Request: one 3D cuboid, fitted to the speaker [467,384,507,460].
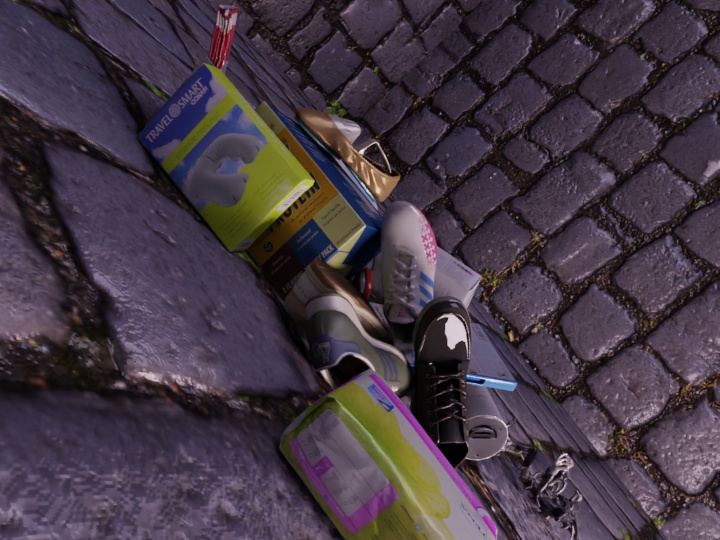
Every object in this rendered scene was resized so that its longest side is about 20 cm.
[{"bbox_3d":[0.158,0.195,0.927,0.081,0.081,0.200,44,12,-22],"label":"speaker"}]

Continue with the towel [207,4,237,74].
[{"bbox_3d":[-0.189,-0.241,0.786,0.023,0.201,0.144,13,21,-13],"label":"towel"}]

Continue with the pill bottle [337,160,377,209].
[{"bbox_3d":[-0.037,-0.132,1.176,0.200,0.109,0.109,51,10,-18],"label":"pill bottle"}]

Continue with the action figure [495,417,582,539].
[{"bbox_3d":[0.304,0.334,0.979,0.200,0.102,0.119,51,0,19],"label":"action figure"}]

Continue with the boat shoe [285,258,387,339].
[{"bbox_3d":[-0.028,0.050,0.729,0.074,0.066,0.200,52,4,34],"label":"boat shoe"}]

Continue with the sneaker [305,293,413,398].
[{"bbox_3d":[0.001,0.115,0.659,0.200,0.067,0.090,50,26,-42],"label":"sneaker"}]

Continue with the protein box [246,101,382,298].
[{"bbox_3d":[-0.078,-0.084,0.805,0.200,0.135,0.198,51,11,10],"label":"protein box"}]

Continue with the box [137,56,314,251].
[{"bbox_3d":[-0.162,-0.137,0.689,0.200,0.122,0.048,50,13,5],"label":"box"}]

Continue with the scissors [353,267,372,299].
[{"bbox_3d":[0.000,0.000,0.929,0.014,0.073,0.200,18,30,-10],"label":"scissors"}]

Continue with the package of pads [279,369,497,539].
[{"bbox_3d":[0.032,0.185,0.505,0.200,0.068,0.154,51,11,10],"label":"package of pads"}]

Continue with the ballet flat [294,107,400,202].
[{"bbox_3d":[-0.012,-0.176,0.851,0.200,0.063,0.069,40,13,-43],"label":"ballet flat"}]

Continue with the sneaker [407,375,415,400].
[{"bbox_3d":[0.072,0.122,0.874,0.086,0.075,0.200,34,17,-33],"label":"sneaker"}]

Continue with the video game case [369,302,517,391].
[{"bbox_3d":[0.109,0.106,0.854,0.199,0.018,0.143,13,26,-20],"label":"video game case"}]

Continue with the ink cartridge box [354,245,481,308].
[{"bbox_3d":[0.084,0.014,0.972,0.200,0.043,0.197,38,-27,16],"label":"ink cartridge box"}]

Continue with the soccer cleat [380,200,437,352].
[{"bbox_3d":[0.059,0.014,0.757,0.086,0.069,0.201,-56,143,-51],"label":"soccer cleat"}]

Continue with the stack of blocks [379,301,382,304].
[{"bbox_3d":[0.112,0.045,1.162,0.059,0.115,0.200,50,11,7],"label":"stack of blocks"}]

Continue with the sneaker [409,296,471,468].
[{"bbox_3d":[0.104,0.136,0.705,0.106,0.074,0.201,-104,-167,-61],"label":"sneaker"}]
